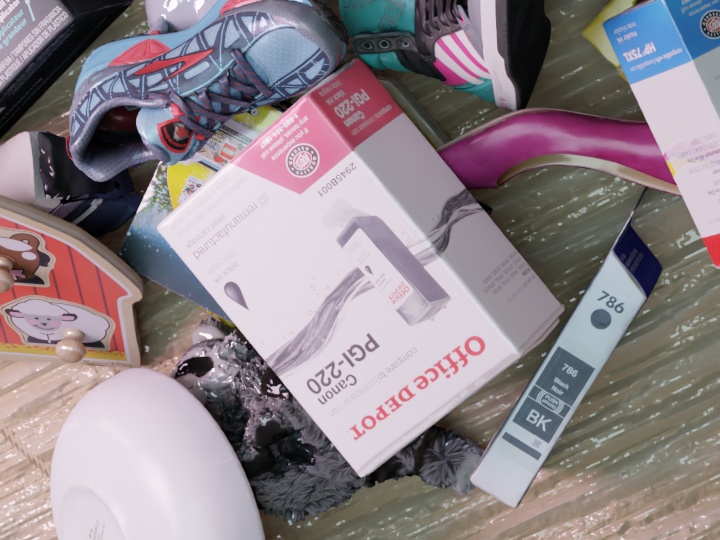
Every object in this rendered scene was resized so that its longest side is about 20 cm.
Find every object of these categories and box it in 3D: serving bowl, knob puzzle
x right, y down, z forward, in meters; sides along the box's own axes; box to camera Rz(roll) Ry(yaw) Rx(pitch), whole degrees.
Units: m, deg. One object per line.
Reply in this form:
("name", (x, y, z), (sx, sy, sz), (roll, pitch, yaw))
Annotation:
("serving bowl", (-0.141, 0.166, 1.687), (0.200, 0.066, 0.200), (28, 128, 45))
("knob puzzle", (-0.236, 0.012, 1.678), (0.219, 0.220, 0.030), (0, 58, 12))

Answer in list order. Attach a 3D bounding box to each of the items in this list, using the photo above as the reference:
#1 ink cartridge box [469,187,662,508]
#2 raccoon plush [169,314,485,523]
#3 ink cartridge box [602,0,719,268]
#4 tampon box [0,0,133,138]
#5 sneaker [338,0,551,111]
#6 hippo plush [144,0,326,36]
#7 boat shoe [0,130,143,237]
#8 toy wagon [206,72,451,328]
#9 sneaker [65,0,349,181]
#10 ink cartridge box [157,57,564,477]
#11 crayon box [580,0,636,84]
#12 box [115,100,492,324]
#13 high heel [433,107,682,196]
("ink cartridge box", (0.138, 0.047, 1.647), (0.039, 0.099, 0.200), (31, 106, 5))
("raccoon plush", (-0.034, 0.103, 1.721), (0.200, 0.134, 0.097), (23, 100, -30))
("ink cartridge box", (0.238, -0.081, 1.535), (0.116, 0.067, 0.200), (-27, 95, -30))
("tampon box", (-0.277, -0.188, 1.678), (0.200, 0.126, 0.150), (46, 106, 1))
("sneaker", (0.046, -0.162, 1.551), (0.121, 0.200, 0.084), (19, 74, 10))
("hippo plush", (-0.090, -0.202, 1.609), (0.200, 0.159, 0.161), (21, 110, 19))
("boat shoe", (-0.225, -0.031, 1.726), (0.200, 0.093, 0.075), (-21, 69, 44))
("toy wagon", (-0.029, -0.033, 1.699), (0.200, 0.040, 0.155), (-41, 90, 16))
("sneaker", (-0.092, -0.100, 1.572), (0.200, 0.096, 0.079), (-19, 128, 35))
("ink cartridge box", (0.000, 0.000, 1.582), (0.146, 0.085, 0.200), (-39, 92, 30))
("crayon box", (0.249, -0.122, 1.616), (0.200, 0.051, 0.127), (44, 106, 1))
("box", (-0.037, -0.023, 1.662), (0.200, 0.038, 0.137), (28, 105, 6))
("high heel", (0.132, -0.056, 1.591), (0.200, 0.067, 0.096), (-19, 86, 12))
